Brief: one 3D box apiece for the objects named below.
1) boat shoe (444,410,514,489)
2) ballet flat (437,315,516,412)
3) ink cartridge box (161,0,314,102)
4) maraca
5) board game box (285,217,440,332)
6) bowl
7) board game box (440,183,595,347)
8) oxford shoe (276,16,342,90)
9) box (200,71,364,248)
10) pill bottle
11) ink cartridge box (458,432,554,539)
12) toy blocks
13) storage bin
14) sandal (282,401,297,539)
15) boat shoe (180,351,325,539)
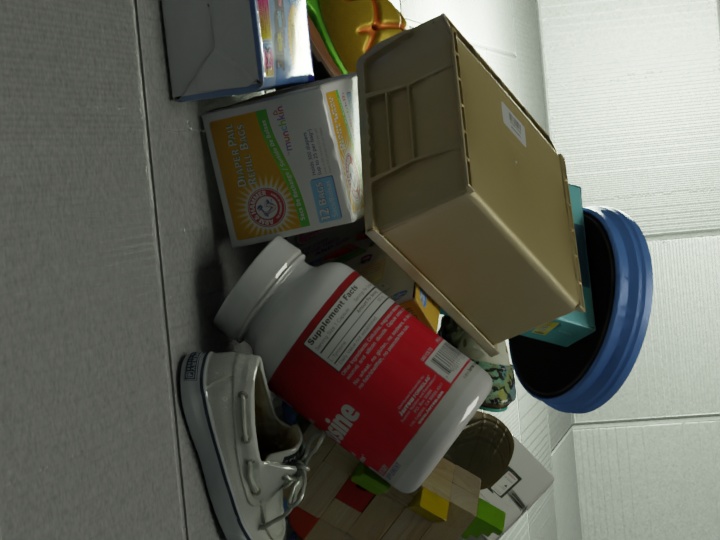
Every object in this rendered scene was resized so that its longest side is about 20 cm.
[{"bbox_3d":[0.063,0.143,1.767,0.200,0.066,0.072,20,94,-52],"label":"boat shoe"},{"bbox_3d":[0.104,0.074,1.853,0.200,0.074,0.075,-130,-148,-75],"label":"ballet flat"},{"bbox_3d":[-0.091,-0.206,1.549,0.200,0.076,0.137,-35,120,-77],"label":"ink cartridge box"},{"bbox_3d":[-0.016,-0.217,1.834,0.200,0.107,0.137,56,20,-19],"label":"maraca"},{"bbox_3d":[0.000,0.000,1.689,0.040,0.152,0.200,55,27,-29],"label":"board game box"},{"bbox_3d":[0.204,0.035,1.910,0.200,0.039,0.202,-37,-133,54],"label":"bowl"},{"bbox_3d":[0.118,-0.025,1.832,0.199,0.047,0.152,16,58,-31],"label":"board game box"},{"bbox_3d":[-0.046,-0.176,1.752,0.200,0.071,0.072,66,18,-53],"label":"oxford shoe"},{"bbox_3d":[-0.045,-0.093,1.622,0.200,0.101,0.113,-35,113,-75],"label":"box"},{"bbox_3d":[-0.008,0.067,1.516,0.112,0.200,0.112,-52,176,-6],"label":"pill bottle"},{"bbox_3d":[0.083,0.242,1.891,0.084,0.146,0.200,45,24,8],"label":"ink cartridge box"},{"bbox_3d":[-0.004,0.190,1.597,0.137,0.199,0.100,-54,-170,29],"label":"toy blocks"},{"bbox_3d":[0.089,-0.073,1.639,0.200,0.093,0.199,43,33,-43],"label":"storage bin"},{"bbox_3d":[-0.033,0.172,1.681,0.087,0.079,0.201,-16,90,-36],"label":"sandal"},{"bbox_3d":[-0.067,0.137,1.493,0.075,0.086,0.203,-78,159,-52],"label":"boat shoe"}]
